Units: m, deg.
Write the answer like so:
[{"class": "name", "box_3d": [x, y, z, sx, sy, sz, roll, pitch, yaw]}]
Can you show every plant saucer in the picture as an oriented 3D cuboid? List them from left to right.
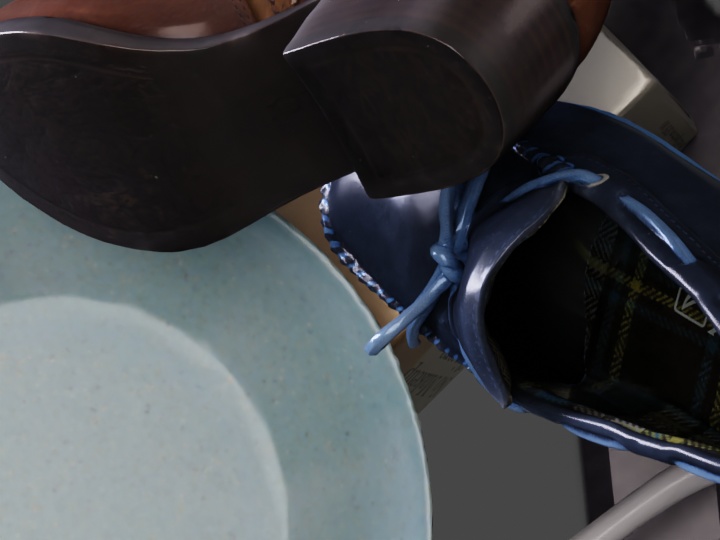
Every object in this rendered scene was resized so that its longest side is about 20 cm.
[{"class": "plant saucer", "box_3d": [-0.082, 0.067, 0.699, 0.200, 0.039, 0.202, 0, 82, -3]}]

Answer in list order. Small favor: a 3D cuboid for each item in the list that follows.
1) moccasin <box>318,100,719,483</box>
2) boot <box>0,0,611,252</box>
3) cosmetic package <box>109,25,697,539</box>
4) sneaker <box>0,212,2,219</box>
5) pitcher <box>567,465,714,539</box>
[{"class": "moccasin", "box_3d": [0.052, -0.002, 0.629, 0.200, 0.068, 0.081, 19, 107, 47]}, {"class": "boot", "box_3d": [0.005, -0.094, 0.683, 0.188, 0.200, 0.069, -12, 120, 41]}, {"class": "cosmetic package", "box_3d": [0.000, 0.000, 0.771, 0.200, 0.105, 0.071, -46, 76, 7]}, {"class": "sneaker", "box_3d": [-0.176, -0.003, 0.764, 0.130, 0.080, 0.200, 37, 84, 13]}, {"class": "pitcher", "box_3d": [0.052, 0.130, 0.745, 0.199, 0.121, 0.172, 1, 73, 4]}]
